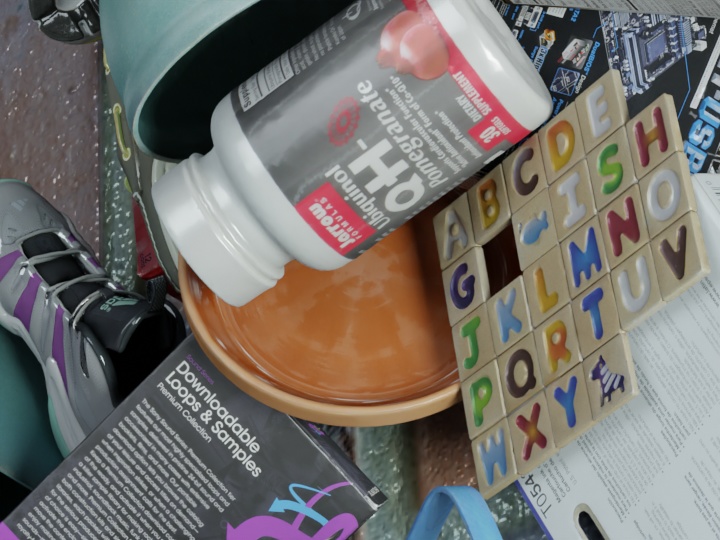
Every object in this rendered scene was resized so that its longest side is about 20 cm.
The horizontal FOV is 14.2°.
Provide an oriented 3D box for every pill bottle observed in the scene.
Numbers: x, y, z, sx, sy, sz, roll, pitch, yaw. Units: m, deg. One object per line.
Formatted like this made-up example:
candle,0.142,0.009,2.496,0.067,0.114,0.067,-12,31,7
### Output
pill bottle,-0.008,-0.070,1.516,0.200,0.111,0.111,-36,49,11

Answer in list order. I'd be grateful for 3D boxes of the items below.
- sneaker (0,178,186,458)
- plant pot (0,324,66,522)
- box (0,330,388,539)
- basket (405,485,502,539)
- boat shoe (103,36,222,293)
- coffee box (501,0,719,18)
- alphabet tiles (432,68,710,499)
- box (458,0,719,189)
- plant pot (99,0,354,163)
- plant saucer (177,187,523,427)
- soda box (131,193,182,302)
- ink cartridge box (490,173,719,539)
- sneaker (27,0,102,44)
sneaker,-0.151,0.019,1.669,0.200,0.078,0.140,61,147,5
plant pot,-0.252,0.083,1.753,0.141,0.141,0.200,-31,44,25
box,-0.102,0.144,1.609,0.200,0.036,0.143,-44,85,15
basket,0.039,0.227,1.409,0.200,0.139,0.176,-65,36,40
boat shoe,-0.106,-0.072,1.660,0.060,0.072,0.202,-34,58,46
coffee box,0.161,-0.197,1.494,0.200,0.080,0.113,7,76,28
alphabet tiles,0.105,0.001,1.461,0.200,0.008,0.167,-40,49,46
box,0.149,-0.120,1.546,0.198,0.050,0.200,18,81,30
plant pot,-0.062,-0.169,1.581,0.200,0.200,0.134,-36,70,21
plant saucer,0.000,0.000,1.586,0.200,0.032,0.200,0,57,0
soda box,-0.099,-0.077,1.747,0.063,0.070,0.200,-27,53,25
ink cartridge box,0.169,0.090,1.414,0.200,0.043,0.196,-56,51,36
sneaker,-0.130,-0.216,1.845,0.200,0.090,0.078,-38,83,-5
